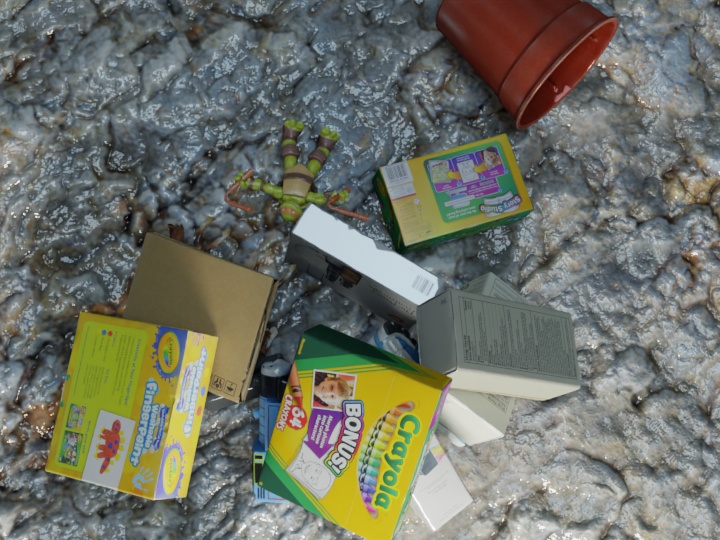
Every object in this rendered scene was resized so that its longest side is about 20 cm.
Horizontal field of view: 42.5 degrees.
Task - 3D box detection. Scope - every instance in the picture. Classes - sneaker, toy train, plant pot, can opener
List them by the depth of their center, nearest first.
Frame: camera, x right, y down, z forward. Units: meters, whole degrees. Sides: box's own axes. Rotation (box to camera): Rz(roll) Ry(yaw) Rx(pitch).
[{"bbox_3d":[-0.079,0.197,1.159,0.114,0.087,0.201,2,103,1],"label":"toy train"},{"bbox_3d":[-0.109,0.144,1.213,0.199,0.067,0.053,-14,36,-5],"label":"can opener"},{"bbox_3d":[0.070,0.163,1.239,0.087,0.075,0.200,-36,98,25],"label":"sneaker"},{"bbox_3d":[0.224,-0.340,1.316,0.201,0.201,0.195,-42,78,-15],"label":"plant pot"}]

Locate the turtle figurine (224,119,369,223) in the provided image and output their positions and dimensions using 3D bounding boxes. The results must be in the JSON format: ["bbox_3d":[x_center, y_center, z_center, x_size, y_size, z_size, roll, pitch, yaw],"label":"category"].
[{"bbox_3d":[-0.075,-0.124,1.270,0.199,0.064,0.162,7,60,9],"label":"turtle figurine"}]

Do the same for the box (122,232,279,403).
[{"bbox_3d":[-0.210,0.057,1.171,0.199,0.021,0.164,19,95,23],"label":"box"}]

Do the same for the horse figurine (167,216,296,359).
[{"bbox_3d":[-0.182,0.014,1.233,0.200,0.050,0.133,30,91,-8],"label":"horse figurine"}]

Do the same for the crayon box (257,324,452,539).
[{"bbox_3d":[-0.009,0.187,1.060,0.172,0.058,0.201,21,105,17],"label":"crayon box"}]

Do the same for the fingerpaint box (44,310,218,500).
[{"bbox_3d":[-0.278,0.163,1.134,0.166,0.073,0.201,7,82,24],"label":"fingerpaint box"}]

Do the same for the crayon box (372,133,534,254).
[{"bbox_3d":[0.130,-0.107,1.307,0.199,0.058,0.119,-16,80,-12],"label":"crayon box"}]

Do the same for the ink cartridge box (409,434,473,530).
[{"bbox_3d":[0.049,0.212,1.158,0.067,0.117,0.200,-33,106,-12],"label":"ink cartridge box"}]

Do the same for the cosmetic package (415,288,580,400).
[{"bbox_3d":[0.170,0.094,1.134,0.199,0.073,0.104,12,64,-31],"label":"cosmetic package"}]

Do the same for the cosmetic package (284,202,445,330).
[{"bbox_3d":[0.000,0.000,1.216,0.200,0.151,0.052,30,76,0],"label":"cosmetic package"}]

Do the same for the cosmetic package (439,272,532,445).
[{"bbox_3d":[0.156,0.114,1.209,0.105,0.071,0.200,39,53,-16],"label":"cosmetic package"}]
